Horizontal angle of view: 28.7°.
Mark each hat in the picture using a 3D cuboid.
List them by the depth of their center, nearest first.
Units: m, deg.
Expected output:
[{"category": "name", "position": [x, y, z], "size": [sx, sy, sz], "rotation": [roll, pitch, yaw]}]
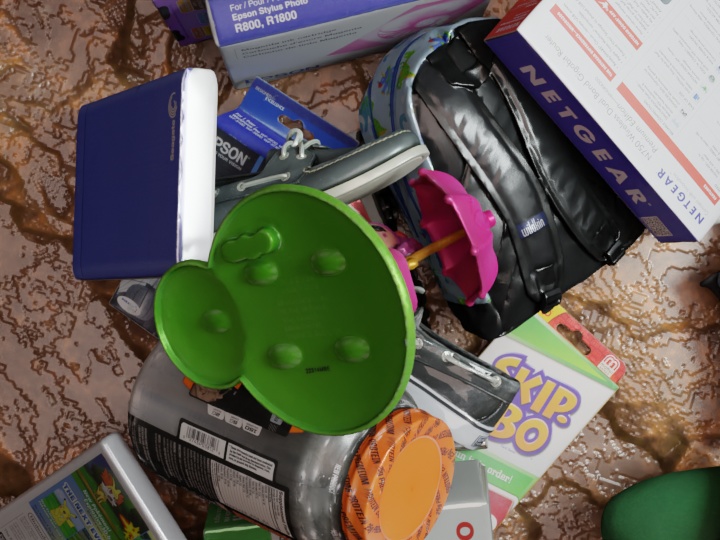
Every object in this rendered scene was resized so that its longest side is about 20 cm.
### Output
[{"category": "hat", "position": [0.181, 0.185, 1.006], "size": [0.176, 0.200, 0.166], "rotation": [8, 72, 21]}]

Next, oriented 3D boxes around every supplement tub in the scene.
[{"category": "supplement tub", "position": [-0.045, 0.110, 0.926], "size": [0.200, 0.122, 0.123], "rotation": [18, 87, 34]}]

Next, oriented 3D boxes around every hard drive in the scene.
[{"category": "hard drive", "position": [-0.154, -0.060, 0.979], "size": [0.025, 0.200, 0.132], "rotation": [3, 87, -30]}]

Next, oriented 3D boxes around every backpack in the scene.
[{"category": "backpack", "position": [0.087, -0.081, 1.005], "size": [0.163, 0.154, 0.200], "rotation": [-36, 118, -17]}]

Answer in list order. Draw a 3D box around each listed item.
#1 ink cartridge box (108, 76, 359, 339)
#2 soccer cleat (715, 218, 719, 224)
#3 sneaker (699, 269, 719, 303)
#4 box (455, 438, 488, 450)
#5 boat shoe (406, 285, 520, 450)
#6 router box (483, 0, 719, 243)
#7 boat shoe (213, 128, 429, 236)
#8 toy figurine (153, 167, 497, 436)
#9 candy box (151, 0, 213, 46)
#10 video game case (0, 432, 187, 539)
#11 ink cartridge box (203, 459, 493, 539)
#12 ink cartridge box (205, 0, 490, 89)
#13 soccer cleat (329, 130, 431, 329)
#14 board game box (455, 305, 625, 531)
[{"category": "ink cartridge box", "position": [-0.093, -0.034, 1.023], "size": [0.099, 0.039, 0.200], "rotation": [32, 99, 15]}, {"category": "soccer cleat", "position": [0.254, -0.128, 1.057], "size": [0.086, 0.070, 0.201], "rotation": [18, 83, -25]}, {"category": "sneaker", "position": [0.291, 0.029, 1.049], "size": [0.083, 0.072, 0.201], "rotation": [10, 80, 7]}, {"category": "box", "position": [-0.006, 0.116, 1.032], "size": [0.199, 0.039, 0.042], "rotation": [-5, 78, 7]}, {"category": "boat shoe", "position": [0.019, 0.040, 0.970], "size": [0.199, 0.074, 0.068], "rotation": [36, 99, 7]}, {"category": "router box", "position": [0.212, -0.151, 0.973], "size": [0.200, 0.049, 0.180], "rotation": [47, 74, -16]}, {"category": "boat shoe", "position": [-0.051, -0.062, 0.951], "size": [0.200, 0.073, 0.062], "rotation": [-21, 86, 23]}, {"category": "toy figurine", "position": [0.000, 0.003, 0.888], "size": [0.200, 0.184, 0.151], "rotation": [-10, 100, 39]}, {"category": "candy box", "position": [-0.050, -0.230, 0.996], "size": [0.199, 0.168, 0.072], "rotation": [-15, 89, -2]}, {"category": "video game case", "position": [-0.173, 0.234, 0.996], "size": [0.182, 0.022, 0.200], "rotation": [-34, 87, 38]}, {"category": "ink cartridge box", "position": [-0.001, 0.223, 1.002], "size": [0.199, 0.083, 0.147], "rotation": [-7, 103, 2]}, {"category": "ink cartridge box", "position": [-0.005, -0.183, 0.980], "size": [0.196, 0.200, 0.043], "rotation": [-14, 88, -1]}, {"category": "soccer cleat", "position": [0.000, 0.000, 1.047], "size": [0.073, 0.068, 0.201], "rotation": [-16, 89, 18]}, {"category": "board game box", "position": [0.104, 0.117, 1.058], "size": [0.096, 0.030, 0.200], "rotation": [41, 85, 0]}]
